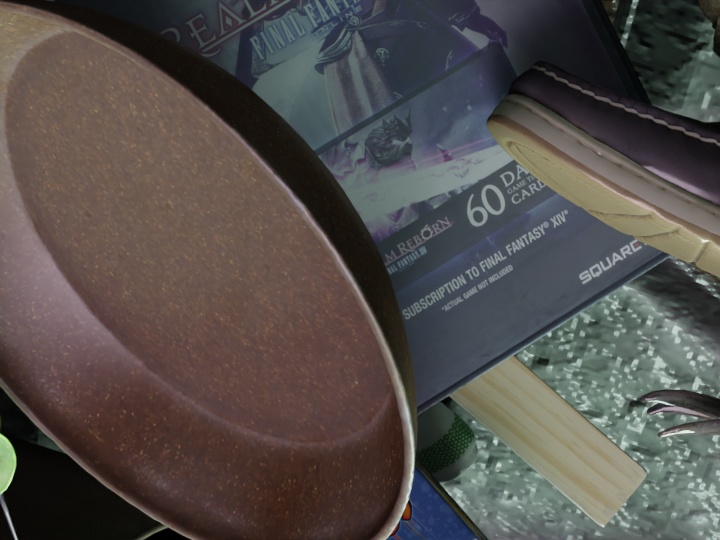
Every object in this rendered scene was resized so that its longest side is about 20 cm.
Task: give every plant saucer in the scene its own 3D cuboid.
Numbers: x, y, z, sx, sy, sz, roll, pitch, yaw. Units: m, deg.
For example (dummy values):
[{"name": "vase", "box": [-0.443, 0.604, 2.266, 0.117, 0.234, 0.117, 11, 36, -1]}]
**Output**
[{"name": "plant saucer", "box": [-0.056, -0.001, 0.768, 0.200, 0.037, 0.201, 29, 144, 24]}]

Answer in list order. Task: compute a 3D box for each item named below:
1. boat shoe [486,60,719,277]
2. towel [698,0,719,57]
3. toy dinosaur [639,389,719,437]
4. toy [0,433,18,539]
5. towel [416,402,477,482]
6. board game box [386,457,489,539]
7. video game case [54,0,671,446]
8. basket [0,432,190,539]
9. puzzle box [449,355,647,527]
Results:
[{"name": "boat shoe", "box": [0.135, -0.022, 0.787, 0.199, 0.065, 0.072, 24, 179, -4]}, {"name": "towel", "box": [0.181, -0.114, 0.732, 0.148, 0.037, 0.200, 18, 140, 6]}, {"name": "toy dinosaur", "box": [0.157, 0.081, 0.890, 0.182, 0.105, 0.200, -47, 131, 7]}, {"name": "toy", "box": [-0.168, 0.012, 0.902, 0.047, 0.200, 0.115, -24, 131, -12]}, {"name": "towel", "box": [-0.065, 0.020, 1.012, 0.149, 0.031, 0.200, -21, 121, 38]}, {"name": "board game box", "box": [0.026, 0.099, 0.916, 0.135, 0.034, 0.200, 48, 178, 38]}, {"name": "video game case", "box": [0.004, -0.058, 0.793, 0.143, 0.019, 0.200, -32, 113, -5]}, {"name": "basket", "box": [-0.119, 0.136, 1.043, 0.200, 0.136, 0.180, 17, 166, 43]}, {"name": "puzzle box", "box": [0.000, 0.000, 0.890, 0.200, 0.025, 0.133, 41, 179, -23]}]
